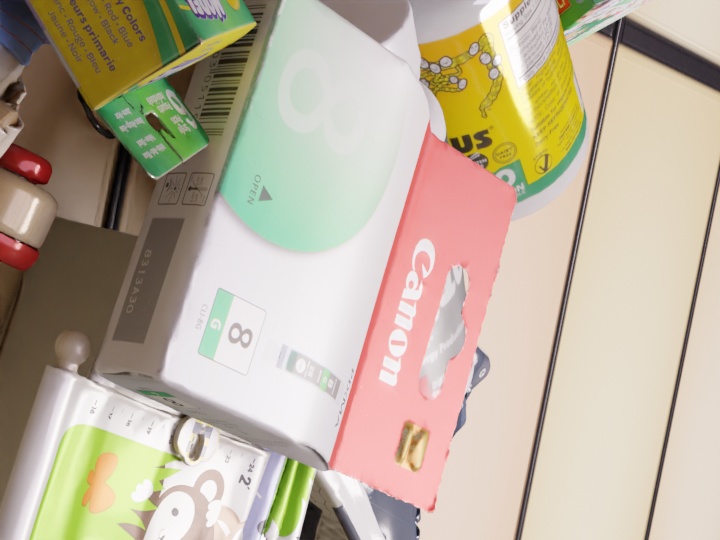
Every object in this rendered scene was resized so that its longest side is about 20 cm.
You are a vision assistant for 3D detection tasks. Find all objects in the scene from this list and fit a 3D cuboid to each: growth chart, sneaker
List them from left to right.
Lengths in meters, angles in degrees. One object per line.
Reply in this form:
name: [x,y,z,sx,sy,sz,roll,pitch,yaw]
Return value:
growth chart: [-0.078,0.095,0.722,0.199,0.018,0.146,10,91,-55]
sneaker: [0.025,0.116,0.980,0.146,0.076,0.204,-50,138,-34]

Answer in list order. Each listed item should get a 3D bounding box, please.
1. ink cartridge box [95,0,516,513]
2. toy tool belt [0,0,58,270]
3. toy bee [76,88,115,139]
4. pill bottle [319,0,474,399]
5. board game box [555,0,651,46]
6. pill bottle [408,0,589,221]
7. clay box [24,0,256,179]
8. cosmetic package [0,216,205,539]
ink cartridge box: [0.000,0.000,0.722,0.199,0.050,0.162,28,73,-39]
toy tool belt: [-0.149,-0.086,0.585,0.200,0.124,0.124,34,80,-58]
toy bee: [-0.058,-0.158,0.722,0.131,0.108,0.201,-49,139,-41]
pill bottle: [-0.010,-0.027,0.835,0.114,0.113,0.202,-44,136,-42]
board game box: [0.175,-0.180,0.989,0.199,0.135,0.029,-30,89,-20]
pill bottle: [0.044,-0.126,0.893,0.113,0.112,0.201,-58,144,-30]
clay box: [-0.097,-0.132,0.590,0.201,0.047,0.115,58,10,-7]
cosmetic package: [-0.116,0.091,0.744,0.103,0.073,0.202,39,67,-55]
